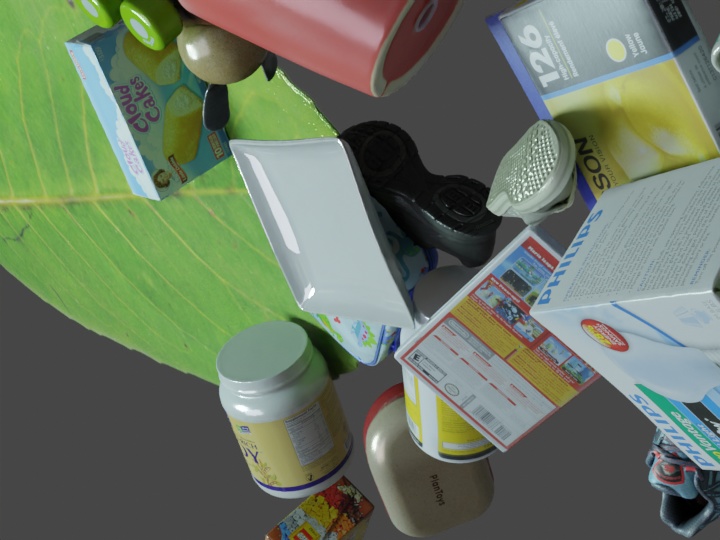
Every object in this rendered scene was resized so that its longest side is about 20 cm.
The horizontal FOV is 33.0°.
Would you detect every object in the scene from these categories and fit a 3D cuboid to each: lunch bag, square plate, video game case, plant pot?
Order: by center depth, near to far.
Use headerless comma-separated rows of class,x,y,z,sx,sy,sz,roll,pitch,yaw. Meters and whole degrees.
plant pot,-0.017,-0.241,0.949,0.177,0.200,0.201,35,149,11
video game case,0.142,0.066,1.095,0.143,0.017,0.200,41,126,-5
square plate,-0.034,-0.042,1.184,0.198,0.028,0.200,6,124,53
lunch bag,0.000,0.000,1.291,0.161,0.082,0.200,43,151,21

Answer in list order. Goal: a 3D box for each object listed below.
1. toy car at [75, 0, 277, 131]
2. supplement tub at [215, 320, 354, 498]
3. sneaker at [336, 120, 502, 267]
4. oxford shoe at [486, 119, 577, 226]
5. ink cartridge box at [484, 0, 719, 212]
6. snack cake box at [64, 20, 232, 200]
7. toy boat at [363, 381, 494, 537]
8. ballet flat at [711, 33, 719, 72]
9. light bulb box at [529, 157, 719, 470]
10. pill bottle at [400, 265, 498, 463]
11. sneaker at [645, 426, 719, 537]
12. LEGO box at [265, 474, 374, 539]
toy car,-0.148,-0.239,1.181,0.158,0.164,0.200,28,156,39
supplement tub,-0.099,0.181,1.584,0.145,0.145,0.200,21,139,45
sneaker,0.048,-0.067,1.157,0.200,0.076,0.091,40,157,28
oxford shoe,0.145,-0.071,0.953,0.058,0.075,0.200,21,175,-2
ink cartridge box,0.186,-0.122,0.909,0.200,0.047,0.198,-12,112,58
snack cake box,-0.240,-0.196,1.398,0.067,0.115,0.200,17,136,48
toy boat,0.071,0.200,1.399,0.131,0.130,0.200,-111,2,-53
ballet flat,0.298,-0.089,0.752,0.200,0.069,0.069,44,151,16
light bulb box,0.259,0.034,0.823,0.198,0.125,0.200,41,160,-14
pill bottle,0.097,0.093,1.219,0.112,0.112,0.200,33,147,33
sneaker,0.284,0.147,1.013,0.079,0.095,0.200,24,141,42
LEGO box,-0.068,0.406,1.792,0.077,0.149,0.200,43,150,18
